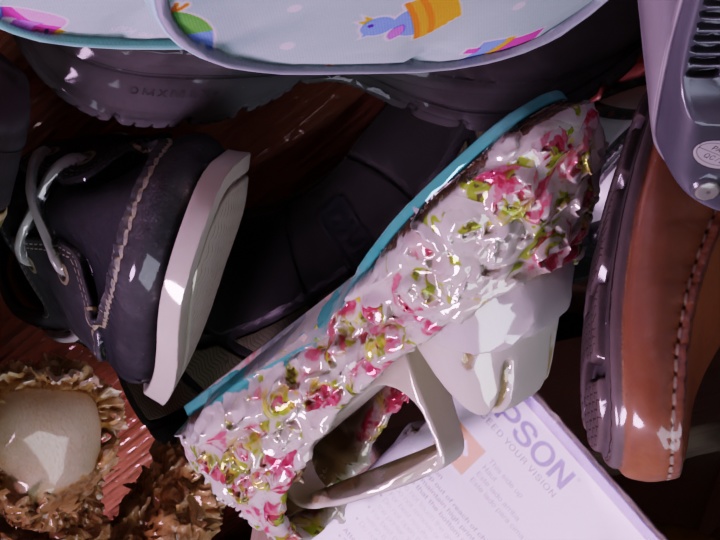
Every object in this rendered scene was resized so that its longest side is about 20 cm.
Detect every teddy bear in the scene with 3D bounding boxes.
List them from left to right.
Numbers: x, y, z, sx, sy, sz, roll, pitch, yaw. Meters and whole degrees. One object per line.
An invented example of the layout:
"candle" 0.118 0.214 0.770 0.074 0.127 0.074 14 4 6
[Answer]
"teddy bear" -0.116 0.087 0.848 0.145 0.067 0.200 -38 152 1

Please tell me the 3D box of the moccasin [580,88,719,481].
"moccasin" 0.113 -0.026 0.737 0.077 0.202 0.074 20 141 11

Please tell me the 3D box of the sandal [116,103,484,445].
"sandal" 0.001 0.000 0.873 0.200 0.080 0.057 -33 164 25

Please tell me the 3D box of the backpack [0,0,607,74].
"backpack" -0.005 -0.125 0.547 0.175 0.154 0.200 -6 155 -36

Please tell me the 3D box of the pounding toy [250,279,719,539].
"pounding toy" 0.064 0.074 1.014 0.199 0.143 0.185 -11 138 -21

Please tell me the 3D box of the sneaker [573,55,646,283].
"sneaker" 0.111 -0.033 0.852 0.200 0.098 0.071 -33 152 28

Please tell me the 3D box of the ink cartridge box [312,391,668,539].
"ink cartridge box" 0.056 0.150 0.850 0.200 0.200 0.041 -46 171 34

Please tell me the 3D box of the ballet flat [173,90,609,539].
"ballet flat" 0.019 0.022 0.773 0.075 0.064 0.200 -25 168 -42

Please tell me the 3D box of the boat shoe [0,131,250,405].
"boat shoe" -0.072 -0.006 0.750 0.067 0.072 0.200 19 176 -9

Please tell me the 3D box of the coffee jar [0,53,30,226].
"coffee jar" -0.164 0.021 0.703 0.104 0.085 0.201 11 108 -43

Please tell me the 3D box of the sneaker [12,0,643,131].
"sneaker" 0.009 -0.089 0.712 0.199 0.076 0.091 -8 146 -25

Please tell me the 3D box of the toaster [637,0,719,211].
"toaster" 0.127 -0.114 0.628 0.113 0.130 0.200 0 143 -9

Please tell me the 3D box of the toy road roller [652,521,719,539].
"toy road roller" 0.143 0.133 0.922 0.200 0.123 0.146 -42 128 16
